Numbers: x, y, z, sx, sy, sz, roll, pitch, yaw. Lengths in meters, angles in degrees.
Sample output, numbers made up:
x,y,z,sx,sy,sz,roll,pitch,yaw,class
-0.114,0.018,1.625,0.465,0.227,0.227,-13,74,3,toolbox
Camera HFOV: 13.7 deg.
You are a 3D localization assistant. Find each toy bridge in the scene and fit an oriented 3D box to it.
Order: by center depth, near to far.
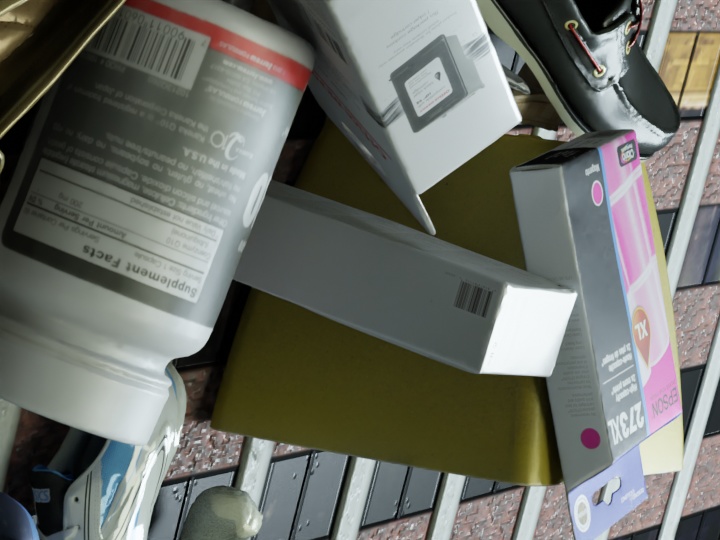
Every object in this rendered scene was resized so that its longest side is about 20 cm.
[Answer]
x,y,z,sx,sy,sz,roll,pitch,yaw,class
0.038,-0.102,1.546,0.199,0.067,0.027,14,117,-36,toy bridge

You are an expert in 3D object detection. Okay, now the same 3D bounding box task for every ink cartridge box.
x,y,z,sx,sy,sz,roll,pitch,yaw,class
0.007,-0.119,1.397,0.067,0.116,0.200,-36,146,-6,ink cartridge box
0.124,0.034,1.532,0.095,0.037,0.201,-27,111,-59,ink cartridge box

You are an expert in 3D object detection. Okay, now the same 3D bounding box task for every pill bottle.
x,y,z,sx,sy,sz,roll,pitch,yaw,class
-0.106,-0.029,1.376,0.114,0.113,0.201,21,90,-62,pill bottle

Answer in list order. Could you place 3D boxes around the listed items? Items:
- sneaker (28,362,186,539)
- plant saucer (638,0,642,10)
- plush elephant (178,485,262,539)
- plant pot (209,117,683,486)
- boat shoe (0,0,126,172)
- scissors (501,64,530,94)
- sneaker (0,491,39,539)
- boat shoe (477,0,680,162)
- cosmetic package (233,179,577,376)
x,y,z,sx,sy,sz,roll,pitch,yaw,class
-0.136,0.137,1.473,0.072,0.072,0.201,11,85,-26,sneaker
0.129,-0.190,1.696,0.200,0.050,0.201,-166,-90,-85,plant saucer
-0.045,0.239,1.580,0.165,0.154,0.200,85,29,-49,plush elephant
0.058,0.011,1.629,0.200,0.199,0.178,2,95,-60,plant pot
-0.167,-0.088,1.284,0.200,0.062,0.073,-56,150,-23,boat shoe
0.005,-0.131,1.498,0.200,0.014,0.073,44,54,-22,scissors
-0.175,0.191,1.413,0.082,0.074,0.201,-17,124,-49,sneaker
0.117,-0.128,1.562,0.201,0.063,0.074,47,31,-38,boat shoe
0.000,0.000,1.490,0.082,0.199,0.051,2,106,-60,cosmetic package
